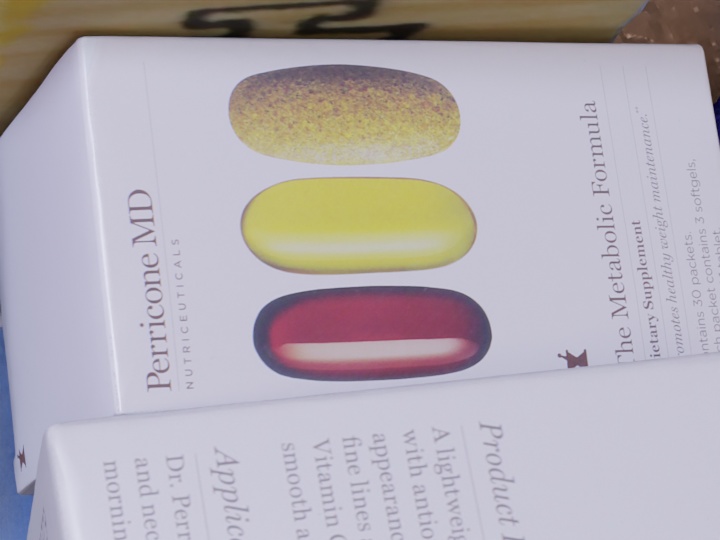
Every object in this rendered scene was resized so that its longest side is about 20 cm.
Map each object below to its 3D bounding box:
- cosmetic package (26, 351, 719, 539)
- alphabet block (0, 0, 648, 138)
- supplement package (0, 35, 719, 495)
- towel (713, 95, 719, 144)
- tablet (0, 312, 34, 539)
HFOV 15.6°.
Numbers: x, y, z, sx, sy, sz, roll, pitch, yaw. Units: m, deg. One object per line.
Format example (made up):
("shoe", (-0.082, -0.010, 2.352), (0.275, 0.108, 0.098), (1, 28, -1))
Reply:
("cosmetic package", (0.013, 0.135, 0.740), (0.200, 0.165, 0.165), (-4, 67, -12))
("alphabet block", (-0.029, -0.151, 0.799), (0.200, 0.196, 0.196), (-4, 76, -12))
("supplement package", (0.000, 0.000, 0.788), (0.200, 0.110, 0.114), (-2, 75, -23))
("towel", (0.191, -0.040, 0.892), (0.148, 0.050, 0.200), (47, 72, -19))
("tablet", (-0.064, 0.076, 0.840), (0.200, 0.014, 0.130), (-3, 89, -14))
